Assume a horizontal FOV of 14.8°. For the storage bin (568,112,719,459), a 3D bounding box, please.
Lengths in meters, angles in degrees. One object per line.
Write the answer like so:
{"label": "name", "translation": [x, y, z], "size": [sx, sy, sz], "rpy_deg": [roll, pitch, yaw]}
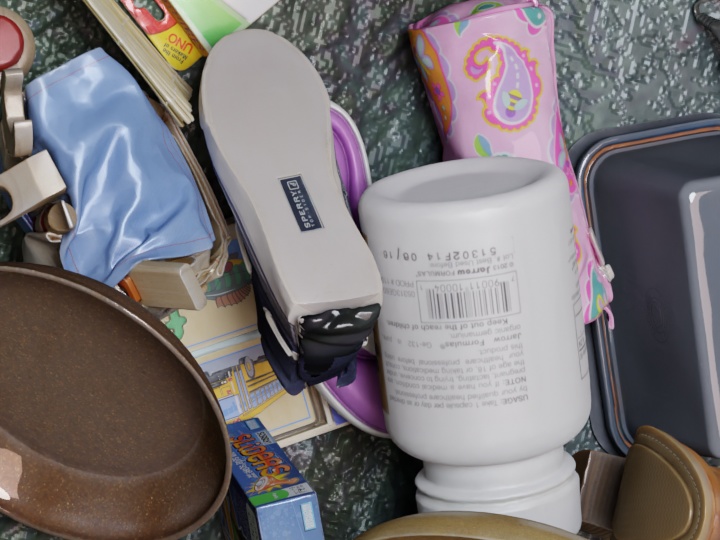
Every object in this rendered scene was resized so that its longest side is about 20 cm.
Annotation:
{"label": "storage bin", "translation": [0.213, 0.016, 1.588], "size": [0.145, 0.134, 0.201], "rpy_deg": [-10, 99, -16]}

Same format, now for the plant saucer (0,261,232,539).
{"label": "plant saucer", "translation": [-0.155, 0.064, 1.461], "size": [0.200, 0.200, 0.037], "rpy_deg": [43, 43, -16]}

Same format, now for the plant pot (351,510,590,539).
{"label": "plant pot", "translation": [0.080, 0.176, 1.477], "size": [0.199, 0.200, 0.028], "rpy_deg": [25, 60, -18]}

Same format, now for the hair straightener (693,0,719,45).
{"label": "hair straightener", "translation": [0.265, -0.086, 1.648], "size": [0.200, 0.041, 0.077], "rpy_deg": [53, 47, -7]}

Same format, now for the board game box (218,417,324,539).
{"label": "board game box", "translation": [-0.039, 0.196, 1.513], "size": [0.034, 0.135, 0.201], "rpy_deg": [-14, 108, -12]}

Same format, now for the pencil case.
{"label": "pencil case", "translation": [0.087, -0.056, 1.565], "size": [0.087, 0.087, 0.201], "rpy_deg": [-16, 99, -15]}

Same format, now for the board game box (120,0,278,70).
{"label": "board game box", "translation": [-0.053, -0.207, 1.541], "size": [0.200, 0.030, 0.096], "rpy_deg": [-40, 105, -7]}

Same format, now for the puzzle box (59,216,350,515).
{"label": "puzzle box", "translation": [-0.085, 0.045, 1.555], "size": [0.199, 0.025, 0.134], "rpy_deg": [-19, 101, -15]}

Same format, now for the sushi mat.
{"label": "sushi mat", "translation": [-0.155, -0.162, 1.477], "size": [0.012, 0.096, 0.200], "rpy_deg": [-37, 105, 5]}

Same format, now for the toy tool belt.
{"label": "toy tool belt", "translation": [-0.147, -0.061, 1.459], "size": [0.125, 0.123, 0.200], "rpy_deg": [-32, 93, -19]}

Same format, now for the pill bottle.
{"label": "pill bottle", "translation": [0.066, 0.048, 1.492], "size": [0.114, 0.114, 0.201], "rpy_deg": [-11, 105, -16]}

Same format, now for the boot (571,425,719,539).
{"label": "boot", "translation": [0.206, 0.137, 1.506], "size": [0.154, 0.200, 0.074], "rpy_deg": [16, 89, -13]}

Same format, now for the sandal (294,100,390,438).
{"label": "sandal", "translation": [-0.007, 0.003, 1.535], "size": [0.082, 0.050, 0.203], "rpy_deg": [-25, 100, -14]}

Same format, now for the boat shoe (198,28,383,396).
{"label": "boat shoe", "translation": [-0.044, -0.027, 1.483], "size": [0.074, 0.093, 0.201], "rpy_deg": [-7, 56, -15]}
